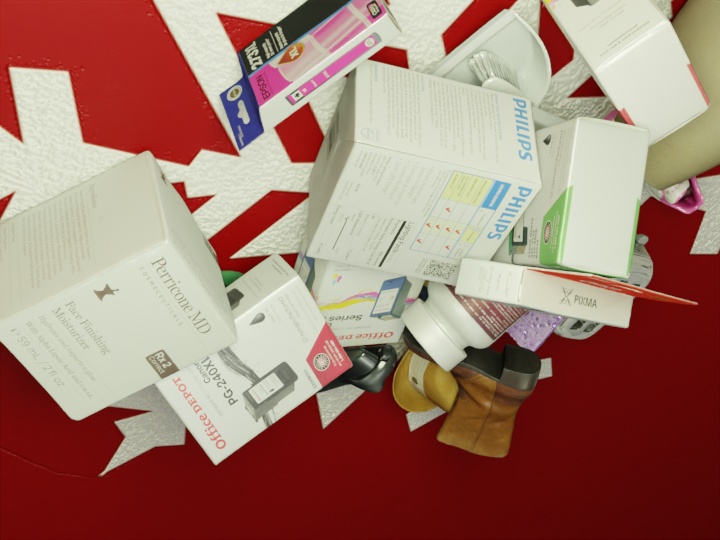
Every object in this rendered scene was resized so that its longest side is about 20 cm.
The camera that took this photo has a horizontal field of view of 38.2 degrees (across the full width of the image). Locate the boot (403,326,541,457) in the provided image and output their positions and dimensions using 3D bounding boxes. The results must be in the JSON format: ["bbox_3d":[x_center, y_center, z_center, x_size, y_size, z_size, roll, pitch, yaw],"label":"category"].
[{"bbox_3d":[0.133,0.160,1.396,0.186,0.069,0.201,12,137,-1],"label":"boot"}]

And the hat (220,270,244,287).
[{"bbox_3d":[-0.236,0.066,1.294,0.199,0.175,0.168,-18,114,-35],"label":"hat"}]

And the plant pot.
[{"bbox_3d":[0.384,-0.194,1.184,0.186,0.188,0.200,22,124,-40],"label":"plant pot"}]

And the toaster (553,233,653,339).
[{"bbox_3d":[0.289,0.001,1.382,0.113,0.130,0.200,13,128,-48],"label":"toaster"}]

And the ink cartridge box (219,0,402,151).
[{"bbox_3d":[-0.059,-0.210,1.021,0.199,0.095,0.037,-36,138,14],"label":"ink cartridge box"}]

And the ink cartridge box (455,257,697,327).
[{"bbox_3d":[0.230,0.030,1.106,0.199,0.173,0.044,12,89,-40],"label":"ink cartridge box"}]

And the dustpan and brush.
[{"bbox_3d":[0.174,-0.196,1.170,0.139,0.058,0.199,-36,149,26],"label":"dustpan and brush"}]

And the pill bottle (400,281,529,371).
[{"bbox_3d":[0.151,0.023,1.255,0.200,0.110,0.110,-41,138,6],"label":"pill bottle"}]

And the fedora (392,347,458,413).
[{"bbox_3d":[0.137,0.142,1.475,0.199,0.082,0.202,-27,140,-25],"label":"fedora"}]

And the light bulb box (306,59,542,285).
[{"bbox_3d":[0.061,-0.098,1.115,0.198,0.126,0.199,11,143,-14],"label":"light bulb box"}]

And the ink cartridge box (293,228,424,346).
[{"bbox_3d":[0.000,0.000,1.284,0.144,0.088,0.201,-2,138,-24],"label":"ink cartridge box"}]

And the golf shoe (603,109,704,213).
[{"bbox_3d":[0.374,-0.139,1.313,0.199,0.092,0.075,26,121,-40],"label":"golf shoe"}]

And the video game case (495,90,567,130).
[{"bbox_3d":[0.168,-0.131,1.231,0.199,0.023,0.182,13,147,-36],"label":"video game case"}]

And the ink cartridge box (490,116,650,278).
[{"bbox_3d":[0.211,-0.070,1.085,0.083,0.200,0.148,9,88,-13],"label":"ink cartridge box"}]

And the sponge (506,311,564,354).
[{"bbox_3d":[0.239,0.000,1.317,0.201,0.112,0.030,-53,163,29],"label":"sponge"}]

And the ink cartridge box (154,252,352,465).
[{"bbox_3d":[-0.132,0.102,1.187,0.199,0.083,0.146,-36,121,-9],"label":"ink cartridge box"}]

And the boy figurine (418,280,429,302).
[{"bbox_3d":[0.120,-0.011,1.345,0.123,0.065,0.201,-18,145,-21],"label":"boy figurine"}]

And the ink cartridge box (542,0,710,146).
[{"bbox_3d":[0.255,-0.244,1.054,0.085,0.201,0.147,-35,139,15],"label":"ink cartridge box"}]

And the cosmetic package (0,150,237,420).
[{"bbox_3d":[-0.262,0.016,1.100,0.198,0.166,0.165,-26,133,3],"label":"cosmetic package"}]

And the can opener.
[{"bbox_3d":[-0.025,0.129,1.383,0.079,0.064,0.199,44,148,-19],"label":"can opener"}]
